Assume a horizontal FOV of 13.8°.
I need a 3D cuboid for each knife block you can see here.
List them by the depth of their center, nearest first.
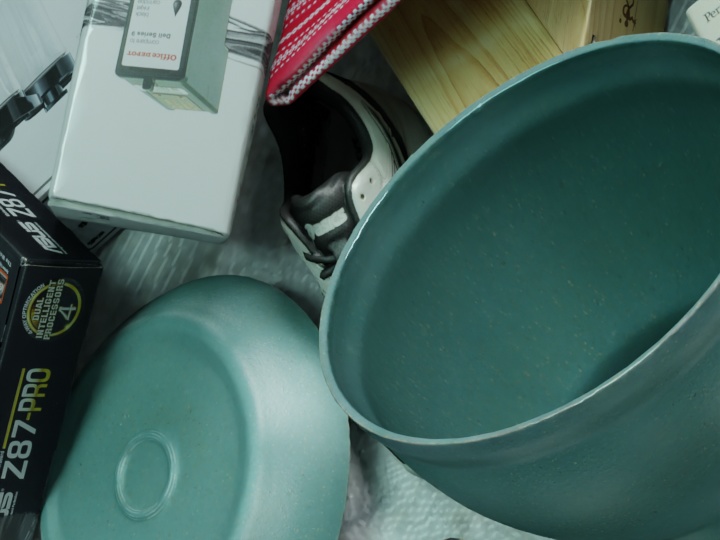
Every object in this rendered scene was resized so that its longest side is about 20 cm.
[{"bbox_3d":[0.069,-0.057,1.308,0.199,0.064,0.177,2,73,37],"label":"knife block"}]

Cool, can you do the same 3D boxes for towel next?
[{"bbox_3d":[0.014,-0.174,1.329,0.145,0.022,0.201,-42,24,33],"label":"towel"}]

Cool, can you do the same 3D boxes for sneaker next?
[{"bbox_3d":[0.000,0.000,1.324,0.075,0.088,0.201,-31,58,22],"label":"sneaker"}]

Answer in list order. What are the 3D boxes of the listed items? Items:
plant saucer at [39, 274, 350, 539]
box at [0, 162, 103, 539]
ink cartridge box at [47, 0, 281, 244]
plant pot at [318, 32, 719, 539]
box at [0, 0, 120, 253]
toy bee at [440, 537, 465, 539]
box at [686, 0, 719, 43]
[{"bbox_3d":[-0.088,0.097,1.370,0.199,0.036,0.201,-15,68,40],"label":"plant saucer"},{"bbox_3d":[-0.203,0.025,1.446,0.200,0.049,0.162,41,123,48],"label":"box"},{"bbox_3d":[-0.079,-0.116,1.335,0.083,0.146,0.201,12,89,-3],"label":"ink cartridge box"},{"bbox_3d":[0.102,0.028,1.150,0.199,0.134,0.201,-26,35,20],"label":"plant pot"},{"bbox_3d":[-0.149,-0.121,1.500,0.117,0.060,0.201,-40,54,19],"label":"box"},{"bbox_3d":[0.086,0.150,1.189,0.199,0.109,0.131,13,41,20],"label":"toy bee"},{"bbox_3d":[0.212,-0.042,1.191,0.082,0.068,0.201,-38,55,19],"label":"box"}]
